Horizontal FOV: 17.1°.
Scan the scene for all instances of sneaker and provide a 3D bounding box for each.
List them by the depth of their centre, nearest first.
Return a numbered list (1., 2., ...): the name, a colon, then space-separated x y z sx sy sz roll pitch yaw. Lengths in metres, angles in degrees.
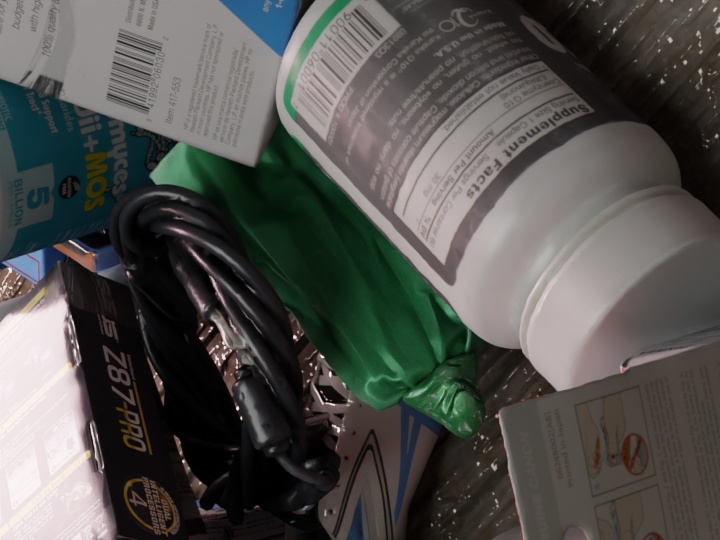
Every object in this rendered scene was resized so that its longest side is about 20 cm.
1. sneaker: -0.006 0.084 1.155 0.072 0.072 0.201 28 118 44

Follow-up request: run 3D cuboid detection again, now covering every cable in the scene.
1. cable: -0.076 0.039 1.116 0.164 0.051 0.200 62 164 -4

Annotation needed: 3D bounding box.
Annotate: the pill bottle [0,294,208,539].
1. pill bottle: -0.142 0.117 1.208 0.114 0.114 0.201 -29 77 49

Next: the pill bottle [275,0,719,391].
1. pill bottle: 0.062 -0.040 1.011 0.200 0.113 0.113 48 132 30

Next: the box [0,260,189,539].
1. box: -0.167 0.119 1.090 0.200 0.049 0.162 -44 45 27

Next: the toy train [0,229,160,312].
1. toy train: -0.172 -0.045 1.310 0.200 0.086 0.115 29 129 39

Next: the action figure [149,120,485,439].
1. action figure: 0.000 0.000 1.088 0.200 0.118 0.055 56 175 34

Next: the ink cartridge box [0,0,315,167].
1. ink cartridge box: -0.114 -0.152 1.060 0.199 0.086 0.147 21 133 3

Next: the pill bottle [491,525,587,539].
1. pill bottle: 0.099 0.219 1.029 0.119 0.119 0.201 22 116 44

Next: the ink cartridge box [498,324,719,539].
1. ink cartridge box: 0.120 0.111 0.914 0.047 0.199 0.161 -10 92 47

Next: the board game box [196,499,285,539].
1. board game box: -0.118 0.180 1.317 0.199 0.061 0.201 -5 97 50

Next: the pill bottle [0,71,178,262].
1. pill bottle: -0.139 -0.074 1.163 0.111 0.199 0.111 28 128 43
